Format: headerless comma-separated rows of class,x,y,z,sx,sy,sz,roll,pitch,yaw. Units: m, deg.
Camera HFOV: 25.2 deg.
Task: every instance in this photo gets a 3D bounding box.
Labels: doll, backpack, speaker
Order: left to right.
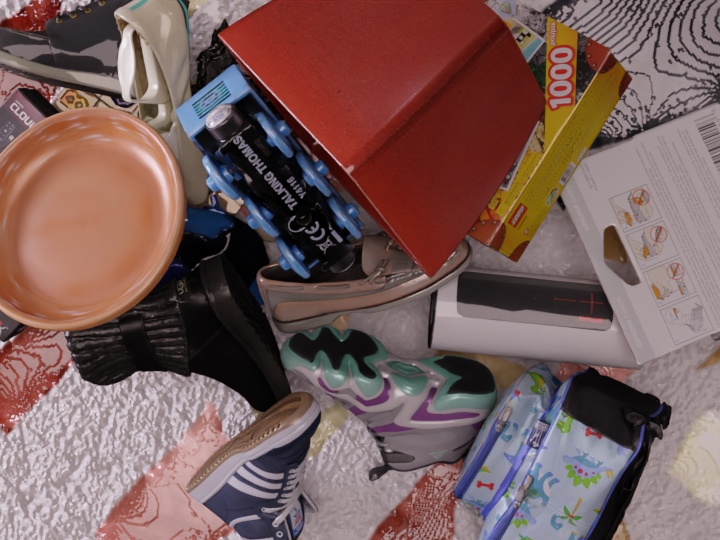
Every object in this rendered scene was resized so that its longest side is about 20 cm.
doll,-0.148,-0.001,1.482,0.200,0.048,0.137,-33,116,-1
speaker,0.164,0.043,1.477,0.200,0.081,0.081,6,93,0
backpack,0.169,0.186,1.437,0.147,0.183,0.200,27,99,12

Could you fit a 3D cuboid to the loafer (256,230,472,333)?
loafer,0.000,0.000,1.452,0.200,0.072,0.063,-19,123,18

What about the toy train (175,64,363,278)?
toy train,-0.073,-0.081,1.392,0.087,0.114,0.200,-37,125,6

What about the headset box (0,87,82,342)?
headset box,-0.303,-0.059,1.464,0.149,0.075,0.200,43,96,-3

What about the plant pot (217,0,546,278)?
plant pot,0.036,-0.149,1.338,0.176,0.200,0.200,-41,57,-1

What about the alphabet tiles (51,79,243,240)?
alphabet tiles,-0.200,-0.107,1.502,0.200,0.006,0.167,37,92,-2

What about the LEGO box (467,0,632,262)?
LEGO box,0.123,-0.132,1.440,0.149,0.077,0.200,33,92,27

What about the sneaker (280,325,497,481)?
sneaker,0.014,0.135,1.471,0.200,0.078,0.140,15,125,-2

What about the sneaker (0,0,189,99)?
sneaker,-0.258,-0.221,1.463,0.200,0.075,0.106,12,89,-11

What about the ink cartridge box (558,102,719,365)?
ink cartridge box,0.287,-0.030,1.459,0.173,0.044,0.200,-22,78,-5

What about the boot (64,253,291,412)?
boot,-0.159,0.077,1.440,0.158,0.080,0.211,-22,135,6

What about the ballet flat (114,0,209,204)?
ballet flat,-0.179,-0.143,1.409,0.069,0.069,0.200,-7,114,0

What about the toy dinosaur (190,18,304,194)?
toy dinosaur,-0.083,-0.158,1.463,0.136,0.102,0.200,35,72,-18

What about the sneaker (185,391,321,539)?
sneaker,-0.068,0.187,1.449,0.109,0.070,0.200,45,136,-6

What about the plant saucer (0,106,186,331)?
plant saucer,-0.237,-0.041,1.372,0.200,0.037,0.201,-6,70,16
